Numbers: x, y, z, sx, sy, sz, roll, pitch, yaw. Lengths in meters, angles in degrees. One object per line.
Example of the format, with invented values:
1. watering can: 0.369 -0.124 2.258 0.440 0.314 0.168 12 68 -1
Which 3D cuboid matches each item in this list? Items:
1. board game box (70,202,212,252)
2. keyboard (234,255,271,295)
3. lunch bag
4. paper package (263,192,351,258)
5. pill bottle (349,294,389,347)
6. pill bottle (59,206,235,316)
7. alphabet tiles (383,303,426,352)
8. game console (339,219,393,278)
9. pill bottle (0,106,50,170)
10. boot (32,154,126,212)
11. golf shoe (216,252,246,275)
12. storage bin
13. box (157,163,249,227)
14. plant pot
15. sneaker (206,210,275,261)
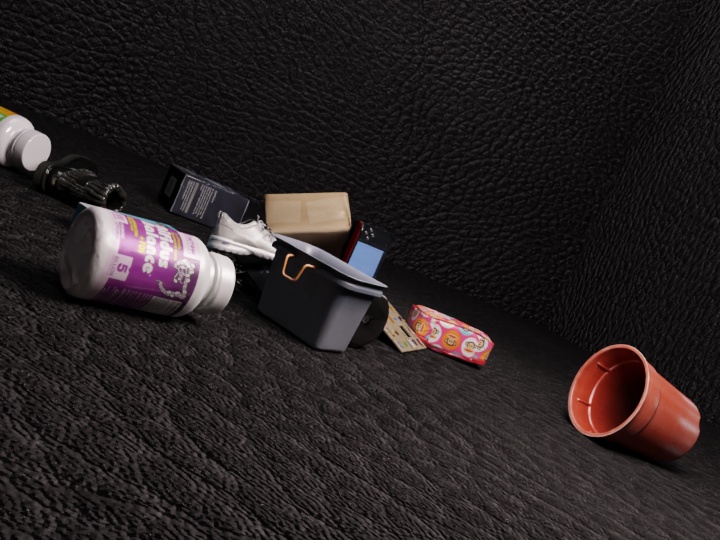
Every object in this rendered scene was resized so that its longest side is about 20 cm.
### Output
1. board game box: -0.380 -0.054 1.141 0.151 0.047 0.200 28 7 31
2. keyboard: -0.204 0.006 1.227 0.126 0.021 0.200 -4 24 -26
3. lunch bag: 0.205 0.146 1.537 0.199 0.082 0.176 23 5 -8
4. paper package: -0.129 -0.099 1.546 0.199 0.104 0.191 -2 -22 -5
5. pill bottle: -0.050 0.053 1.204 0.200 0.112 0.112 29 8 42
6. pill bottle: -0.265 -0.002 0.826 0.199 0.113 0.112 18 9 -44
7. alphabet tiles: 0.054 0.095 1.389 0.200 0.008 0.167 50 15 18
8. game console: 0.000 0.000 1.437 0.172 0.201 0.119 20 8 -37
9. pill bottle: -0.762 -0.287 1.355 0.199 0.112 0.111 25 6 7
10. boot: -0.554 -0.175 1.338 0.157 0.080 0.211 17 17 -2
11. golf shoe: -0.227 -0.014 1.368 0.199 0.078 0.094 22 -16 -13
12. storage bin: -0.081 0.041 1.072 0.199 0.135 0.145 27 7 35
13. box: -0.456 -0.206 1.860 0.199 0.118 0.197 22 6 -33
14. plant pot: 0.572 0.287 1.326 0.195 0.201 0.201 31 3 -18
15. sneaker: -0.186 -0.062 1.220 0.199 0.083 0.075 10 -1 -37
